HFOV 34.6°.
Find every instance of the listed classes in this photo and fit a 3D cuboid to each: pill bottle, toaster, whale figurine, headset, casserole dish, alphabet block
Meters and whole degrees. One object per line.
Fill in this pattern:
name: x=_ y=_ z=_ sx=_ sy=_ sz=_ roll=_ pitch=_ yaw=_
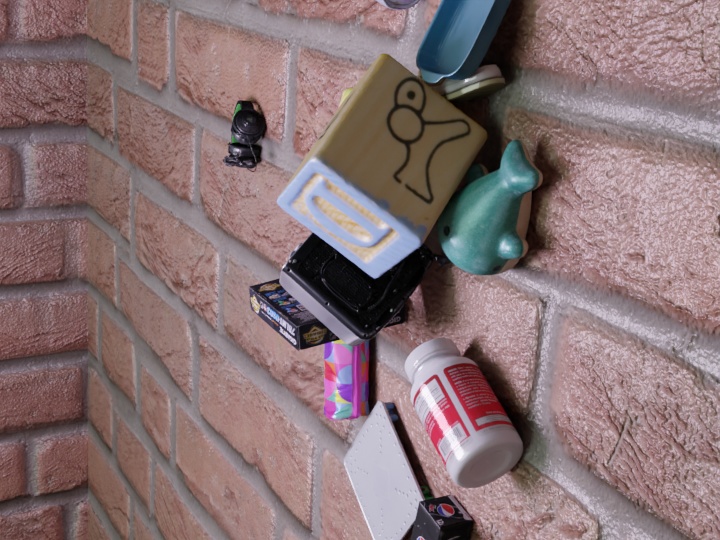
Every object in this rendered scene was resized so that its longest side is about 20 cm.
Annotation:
pill bottle: x=0.140 y=0.198 z=1.644 sx=0.201 sy=0.111 sz=0.113 roll=62 pitch=144 yaw=37
toaster: x=0.000 y=0.000 z=1.752 sx=0.200 sy=0.181 sz=0.119 roll=40 pitch=165 yaw=-1
whale figurine: x=0.170 y=-0.081 z=1.547 sx=0.160 sy=0.103 sz=0.201 roll=67 pitch=149 yaw=31
headset: x=-0.244 y=-0.261 z=2.315 sx=0.201 sy=0.093 sz=0.125 roll=-113 pitch=30 yaw=-51
casserole dish: x=0.147 y=-0.337 z=1.555 sx=0.121 sy=0.039 sz=0.202 roll=29 pitch=93 yaw=57
alphabet block: x=0.028 y=-0.142 z=1.617 sx=0.201 sy=0.195 sz=0.196 roll=-56 pitch=9 yaw=-24

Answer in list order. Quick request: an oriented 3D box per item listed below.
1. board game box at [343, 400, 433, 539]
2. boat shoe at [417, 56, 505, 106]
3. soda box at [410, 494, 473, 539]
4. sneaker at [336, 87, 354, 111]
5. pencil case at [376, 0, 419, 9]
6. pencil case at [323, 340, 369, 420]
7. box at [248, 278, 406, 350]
board game box: x=0.045 y=0.353 z=1.942 sx=0.201 sy=0.026 sz=0.201 roll=66 pitch=146 yaw=32
boat shoe: x=0.130 y=-0.269 z=1.625 sx=0.199 sy=0.074 sz=0.069 roll=-6 pitch=92 yaw=62
soda box: x=0.114 y=0.451 z=1.787 sx=0.071 sy=0.063 sz=0.202 roll=45 pitch=134 yaw=49
sneaker: x=-0.016 y=-0.212 z=1.925 sx=0.090 sy=0.077 sz=0.202 roll=-126 pitch=45 yaw=-57
pencil case: x=0.024 y=-0.470 z=1.782 sx=0.200 sy=0.082 sz=0.092 roll=45 pitch=135 yaw=51
pencil case: x=-0.023 y=0.156 z=1.981 sx=0.088 sy=0.087 sz=0.203 roll=23 pitch=116 yaw=59
box: x=-0.057 y=0.054 z=1.898 sx=0.198 sy=0.198 sz=0.050 roll=31 pitch=130 yaw=56
